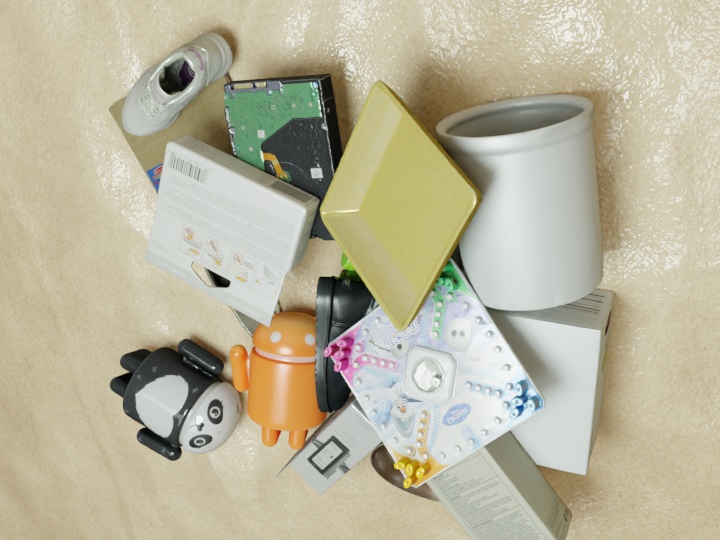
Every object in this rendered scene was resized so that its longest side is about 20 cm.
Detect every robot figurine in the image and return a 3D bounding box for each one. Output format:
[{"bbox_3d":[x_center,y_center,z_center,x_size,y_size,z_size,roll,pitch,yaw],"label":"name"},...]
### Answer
[{"bbox_3d":[-0.100,0.145,1.233,0.144,0.116,0.201,15,104,40],"label":"robot figurine"},{"bbox_3d":[-0.280,0.195,1.349,0.200,0.125,0.150,29,139,11],"label":"robot figurine"}]

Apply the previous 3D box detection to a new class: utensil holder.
[{"bbox_3d":[0.183,-0.077,0.989,0.170,0.170,0.201,-2,113,25],"label":"utensil holder"}]

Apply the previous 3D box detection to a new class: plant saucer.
[{"bbox_3d":[0.048,-0.071,0.968,0.200,0.048,0.200,56,137,32],"label":"plant saucer"},{"bbox_3d":[0.113,0.266,1.213,0.200,0.032,0.200,12,145,8],"label":"plant saucer"}]

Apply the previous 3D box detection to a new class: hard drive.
[{"bbox_3d":[-0.088,-0.136,1.088,0.139,0.038,0.201,1,113,25],"label":"hard drive"}]

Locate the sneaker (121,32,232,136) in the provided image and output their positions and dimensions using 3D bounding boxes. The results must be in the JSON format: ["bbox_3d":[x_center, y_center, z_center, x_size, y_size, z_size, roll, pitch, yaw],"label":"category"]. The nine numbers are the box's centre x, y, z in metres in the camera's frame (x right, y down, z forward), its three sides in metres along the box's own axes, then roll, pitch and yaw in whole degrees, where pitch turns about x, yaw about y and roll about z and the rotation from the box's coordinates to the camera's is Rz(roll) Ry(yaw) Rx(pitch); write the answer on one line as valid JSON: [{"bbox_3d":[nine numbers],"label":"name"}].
[{"bbox_3d":[-0.257,-0.235,1.142,0.200,0.100,0.075,-33,99,34],"label":"sneaker"}]

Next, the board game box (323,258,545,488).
[{"bbox_3d":[0.077,0.121,1.016,0.200,0.026,0.200,-38,77,25],"label":"board game box"}]

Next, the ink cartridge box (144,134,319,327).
[{"bbox_3d":[-0.166,-0.050,1.115,0.200,0.045,0.177,27,120,13],"label":"ink cartridge box"}]

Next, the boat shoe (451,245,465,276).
[{"bbox_3d":[0.105,-0.060,1.098,0.062,0.073,0.201,5,113,39],"label":"boat shoe"}]

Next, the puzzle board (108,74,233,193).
[{"bbox_3d":[-0.241,-0.198,1.220,0.200,0.017,0.151,-22,103,31],"label":"puzzle board"}]

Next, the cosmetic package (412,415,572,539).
[{"bbox_3d":[0.155,0.259,1.078,0.103,0.073,0.200,-33,96,32],"label":"cosmetic package"}]

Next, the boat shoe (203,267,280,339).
[{"bbox_3d":[-0.177,0.020,1.261,0.072,0.060,0.202,-16,105,29],"label":"boat shoe"}]

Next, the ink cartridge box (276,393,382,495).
[{"bbox_3d":[-0.022,0.236,1.255,0.068,0.116,0.200,44,123,2],"label":"ink cartridge box"}]

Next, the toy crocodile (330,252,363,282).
[{"bbox_3d":[0.000,0.000,1.146,0.067,0.062,0.200,15,141,-14],"label":"toy crocodile"}]

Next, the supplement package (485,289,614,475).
[{"bbox_3d":[0.220,0.126,1.097,0.155,0.111,0.201,9,116,21],"label":"supplement package"}]

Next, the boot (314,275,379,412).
[{"bbox_3d":[0.028,0.099,1.121,0.168,0.076,0.201,4,115,5],"label":"boot"}]
